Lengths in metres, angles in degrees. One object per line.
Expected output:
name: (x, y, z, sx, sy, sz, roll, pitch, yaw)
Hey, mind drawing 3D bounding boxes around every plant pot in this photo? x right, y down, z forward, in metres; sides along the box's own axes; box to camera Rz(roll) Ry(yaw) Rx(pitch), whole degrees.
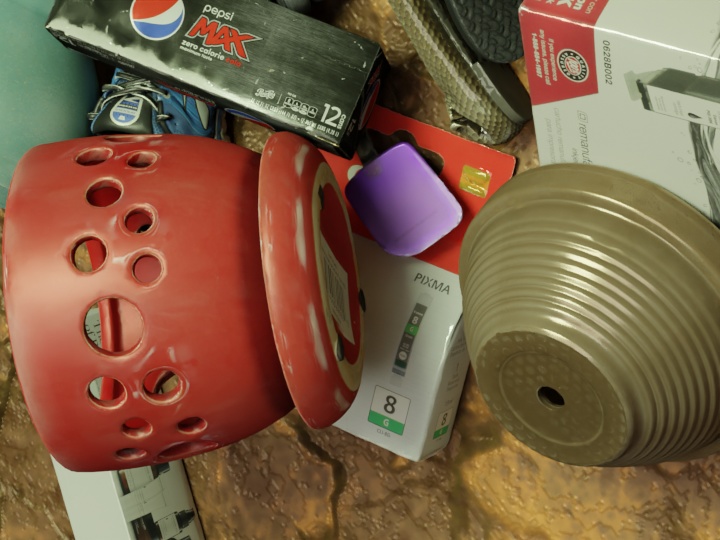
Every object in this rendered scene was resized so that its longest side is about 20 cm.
plant pot: (0.131, 0.046, 1.314, 0.201, 0.093, 0.201, 23, 138, 22)
plant pot: (-0.252, -0.126, 1.500, 0.200, 0.200, 0.134, 19, 84, 25)
plant pot: (-0.098, 0.011, 1.371, 0.182, 0.200, 0.201, -9, 97, 9)

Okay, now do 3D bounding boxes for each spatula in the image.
spatula: (-0.010, -0.097, 1.438, 0.056, 0.021, 0.200, -37, 71, 14)

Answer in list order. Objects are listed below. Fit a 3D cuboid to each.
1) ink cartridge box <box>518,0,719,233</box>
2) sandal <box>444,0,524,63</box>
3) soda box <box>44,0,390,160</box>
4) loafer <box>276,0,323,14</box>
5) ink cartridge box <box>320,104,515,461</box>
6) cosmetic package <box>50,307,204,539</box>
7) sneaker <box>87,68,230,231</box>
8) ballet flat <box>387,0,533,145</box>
ink cartridge box: (0.198, -0.094, 1.258, 0.200, 0.083, 0.147, 18, 144, 26)
sandal: (0.059, -0.220, 1.359, 0.200, 0.075, 0.045, 67, 161, -8)
soda box: (-0.086, -0.137, 1.405, 0.200, 0.063, 0.071, 22, 86, 8)
loafer: (-0.063, -0.256, 1.428, 0.063, 0.072, 0.200, -27, 89, -3)
ink cartridge box: (0.000, 0.000, 1.452, 0.161, 0.050, 0.200, 22, 114, 24)
cosmetic package: (-0.164, 0.126, 1.555, 0.051, 0.083, 0.200, -14, 95, 29)
sneaker: (-0.125, -0.118, 1.472, 0.078, 0.089, 0.201, 2, 101, 29)
ballet flat: (0.031, -0.159, 1.388, 0.046, 0.067, 0.200, -36, 89, 26)
